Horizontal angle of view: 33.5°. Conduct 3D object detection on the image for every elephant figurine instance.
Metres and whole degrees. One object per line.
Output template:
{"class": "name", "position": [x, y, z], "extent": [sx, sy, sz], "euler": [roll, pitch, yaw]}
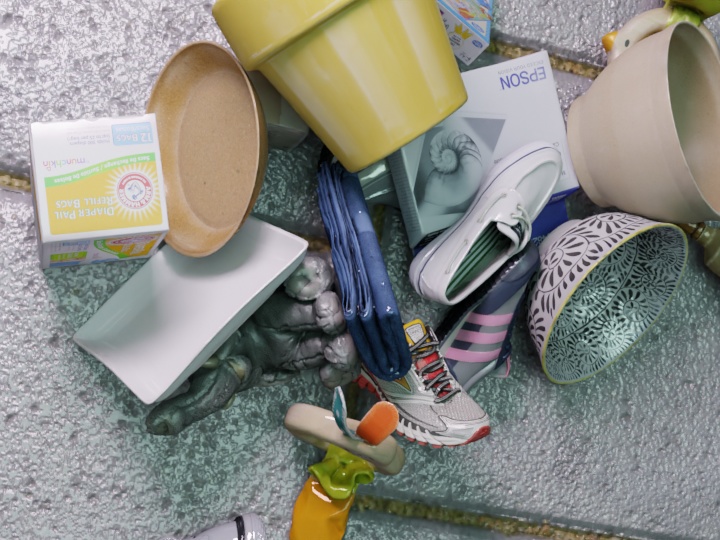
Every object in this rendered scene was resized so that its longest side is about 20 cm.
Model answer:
{"class": "elephant figurine", "position": [-0.107, 0.066, 1.135], "extent": [0.197, 0.155, 0.143], "euler": [-20, 76, 5]}

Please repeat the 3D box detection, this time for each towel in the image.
{"class": "towel", "position": [0.000, 0.000, 1.121], "extent": [0.048, 0.112, 0.202], "euler": [-17, 48, 1]}

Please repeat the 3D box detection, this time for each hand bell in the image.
{"class": "hand bell", "position": [0.363, -0.047, 1.313], "extent": [0.198, 0.104, 0.105], "euler": [31, 77, 3]}

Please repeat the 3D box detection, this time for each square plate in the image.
{"class": "square plate", "position": [-0.158, 0.027, 1.112], "extent": [0.200, 0.197, 0.029], "euler": [-46, 124, -14]}

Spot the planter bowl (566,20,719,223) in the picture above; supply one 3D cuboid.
{"class": "planter bowl", "position": [0.297, -0.137, 1.232], "extent": [0.199, 0.133, 0.203], "euler": [22, 61, -48]}

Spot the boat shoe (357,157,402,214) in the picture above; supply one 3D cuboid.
{"class": "boat shoe", "position": [0.064, -0.092, 1.235], "extent": [0.199, 0.070, 0.072], "euler": [-23, 87, -18]}

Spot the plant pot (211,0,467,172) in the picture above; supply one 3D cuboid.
{"class": "plant pot", "position": [-0.003, -0.202, 1.066], "extent": [0.200, 0.200, 0.190], "euler": [-35, 99, -15]}

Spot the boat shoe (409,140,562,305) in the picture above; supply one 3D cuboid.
{"class": "boat shoe", "position": [0.136, -0.039, 1.160], "extent": [0.200, 0.067, 0.074], "euler": [-48, 126, -5]}

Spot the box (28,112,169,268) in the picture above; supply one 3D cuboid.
{"class": "box", "position": [-0.240, -0.067, 1.084], "extent": [0.111, 0.200, 0.103], "euler": [-7, 86, -15]}

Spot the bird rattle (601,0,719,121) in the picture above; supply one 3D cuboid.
{"class": "bird rattle", "position": [0.353, -0.225, 1.331], "extent": [0.161, 0.113, 0.203], "euler": [-21, 103, -4]}

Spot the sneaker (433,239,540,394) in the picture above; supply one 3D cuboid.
{"class": "sneaker", "position": [0.132, 0.061, 1.210], "extent": [0.082, 0.070, 0.201], "euler": [34, 110, -8]}

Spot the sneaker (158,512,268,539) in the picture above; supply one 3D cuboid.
{"class": "sneaker", "position": [-0.135, 0.339, 1.137], "extent": [0.113, 0.075, 0.203], "euler": [-6, 81, -14]}

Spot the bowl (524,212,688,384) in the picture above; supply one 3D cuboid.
{"class": "bowl", "position": [0.234, 0.009, 1.235], "extent": [0.199, 0.202, 0.094], "euler": [-34, 55, -16]}

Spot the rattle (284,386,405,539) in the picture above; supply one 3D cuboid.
{"class": "rattle", "position": [-0.027, 0.192, 1.112], "extent": [0.130, 0.200, 0.143], "euler": [42, 76, -8]}

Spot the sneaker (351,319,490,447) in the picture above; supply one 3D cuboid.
{"class": "sneaker", "position": [0.048, 0.097, 1.147], "extent": [0.077, 0.199, 0.083], "euler": [-13, 130, -43]}

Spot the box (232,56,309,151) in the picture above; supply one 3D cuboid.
{"class": "box", "position": [-0.080, -0.232, 1.200], "extent": [0.077, 0.095, 0.203], "euler": [11, 80, -13]}

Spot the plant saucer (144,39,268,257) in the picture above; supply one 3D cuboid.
{"class": "plant saucer", "position": [-0.143, -0.114, 1.134], "extent": [0.035, 0.199, 0.204], "euler": [0, 83, -41]}

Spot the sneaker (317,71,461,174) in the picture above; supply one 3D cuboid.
{"class": "sneaker", "position": [0.034, -0.156, 1.234], "extent": [0.200, 0.074, 0.079], "euler": [-46, 101, -15]}

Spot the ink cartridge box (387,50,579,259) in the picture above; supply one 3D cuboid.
{"class": "ink cartridge box", "position": [0.126, -0.102, 1.209], "extent": [0.197, 0.040, 0.203], "euler": [-18, 97, -23]}

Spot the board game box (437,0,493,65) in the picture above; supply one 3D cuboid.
{"class": "board game box", "position": [0.052, -0.313, 1.217], "extent": [0.199, 0.034, 0.135], "euler": [36, 36, -18]}
